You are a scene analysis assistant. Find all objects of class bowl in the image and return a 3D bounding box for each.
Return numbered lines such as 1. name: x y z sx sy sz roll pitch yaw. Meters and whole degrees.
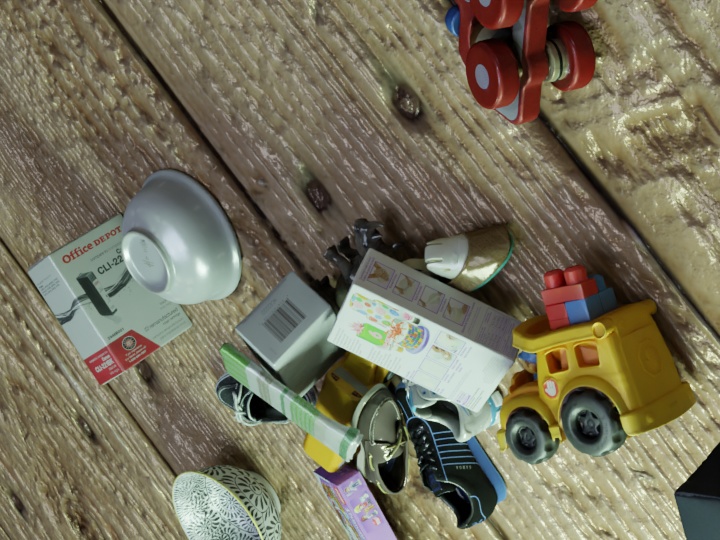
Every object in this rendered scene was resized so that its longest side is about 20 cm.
1. bowl: -0.183 0.365 2.088 0.200 0.094 0.202 25 132 32
2. bowl: -0.264 -0.029 1.892 0.200 0.090 0.202 26 133 30

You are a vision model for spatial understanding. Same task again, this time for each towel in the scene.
1. towel: -0.082 0.157 1.680 0.199 0.031 0.149 36 166 6

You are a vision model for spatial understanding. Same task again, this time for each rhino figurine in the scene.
1. rhino figurine: 0.000 0.000 1.663 0.087 0.060 0.200 41 143 10

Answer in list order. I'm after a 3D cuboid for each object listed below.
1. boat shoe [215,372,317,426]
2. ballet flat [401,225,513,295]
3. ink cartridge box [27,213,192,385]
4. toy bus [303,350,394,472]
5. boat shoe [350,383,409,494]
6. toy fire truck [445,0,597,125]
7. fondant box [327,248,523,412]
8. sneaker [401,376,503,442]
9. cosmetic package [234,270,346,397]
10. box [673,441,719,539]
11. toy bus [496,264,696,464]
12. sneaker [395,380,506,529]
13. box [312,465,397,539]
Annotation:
1. boat shoe: -0.148 0.185 1.943 0.199 0.068 0.074 6 121 43
2. ballet flat: 0.090 -0.003 1.557 0.200 0.072 0.068 -31 48 55
3. ink cartridge box: -0.363 0.039 1.998 0.084 0.144 0.201 -29 95 50
4. toy bus: -0.014 0.169 1.787 0.065 0.078 0.201 38 138 19
5. boat shoe: 0.031 0.219 1.765 0.059 0.072 0.201 40 152 28
6. toy fire truck: 0.138 -0.253 1.327 0.168 0.111 0.201 49 147 47
7. fondant box: 0.074 0.071 1.572 0.199 0.058 0.144 25 148 0
8. sneaker: 0.077 0.129 1.661 0.200 0.087 0.075 39 140 21
9. cosmetic package: -0.081 0.084 1.709 0.071 0.101 0.200 42 170 16
10. box: 0.415 0.247 1.310 0.123 0.198 0.201 2 119 45
11. toy bus: 0.224 0.093 1.453 0.199 0.135 0.193 -18 92 46
12. sneaker: 0.099 0.226 1.713 0.200 0.078 0.070 52 142 3
13. box: 0.013 0.359 1.887 0.201 0.039 0.137 62 166 -8
